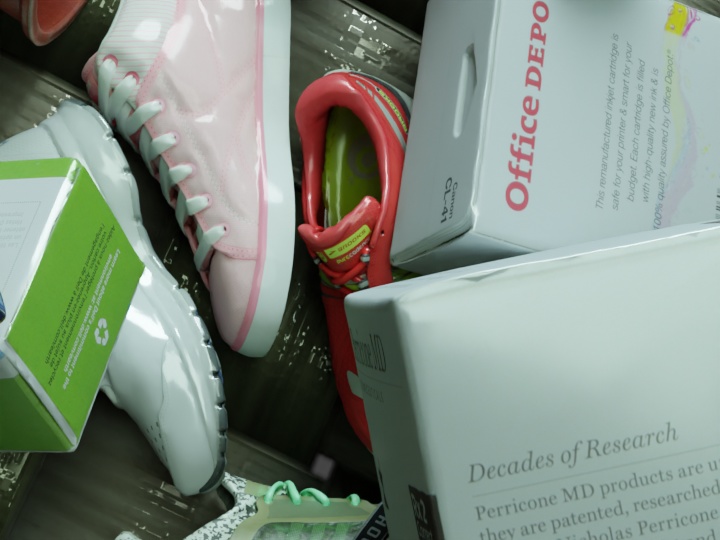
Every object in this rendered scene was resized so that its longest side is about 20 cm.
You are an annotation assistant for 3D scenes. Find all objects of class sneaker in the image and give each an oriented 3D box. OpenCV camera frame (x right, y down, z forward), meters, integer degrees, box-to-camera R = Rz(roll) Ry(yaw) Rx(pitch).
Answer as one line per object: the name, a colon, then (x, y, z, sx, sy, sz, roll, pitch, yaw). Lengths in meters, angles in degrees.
sneaker: (-0.087, -0.056, 0.860, 0.104, 0.075, 0.202, 3, 71, -14)
sneaker: (-0.032, 0.124, 0.827, 0.199, 0.077, 0.089, -19, 68, -28)
sneaker: (-0.124, 0.021, 0.831, 0.087, 0.075, 0.201, -26, 76, -14)
sneaker: (0.000, 0.000, 0.851, 0.085, 0.077, 0.202, 12, 64, -64)

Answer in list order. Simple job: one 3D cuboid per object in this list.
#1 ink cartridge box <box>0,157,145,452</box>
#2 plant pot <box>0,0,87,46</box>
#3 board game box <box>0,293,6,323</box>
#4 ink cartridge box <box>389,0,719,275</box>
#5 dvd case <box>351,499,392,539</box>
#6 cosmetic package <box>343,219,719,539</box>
ink cartridge box: (-0.193, 0.054, 0.719, 0.147, 0.076, 0.201, -2, 51, 22)
plant pot: (-0.196, -0.238, 0.821, 0.194, 0.201, 0.202, 25, 66, -2)
board game box: (-0.263, -0.014, 0.712, 0.199, 0.062, 0.200, -29, 47, -2)
ink cartridge box: (0.126, -0.051, 0.841, 0.199, 0.086, 0.149, 16, 70, -21)
dvd case: (0.021, 0.190, 0.792, 0.200, 0.025, 0.151, -51, 127, -18)
cosmetic package: (0.097, 0.090, 0.684, 0.164, 0.165, 0.202, -12, 90, -7)
